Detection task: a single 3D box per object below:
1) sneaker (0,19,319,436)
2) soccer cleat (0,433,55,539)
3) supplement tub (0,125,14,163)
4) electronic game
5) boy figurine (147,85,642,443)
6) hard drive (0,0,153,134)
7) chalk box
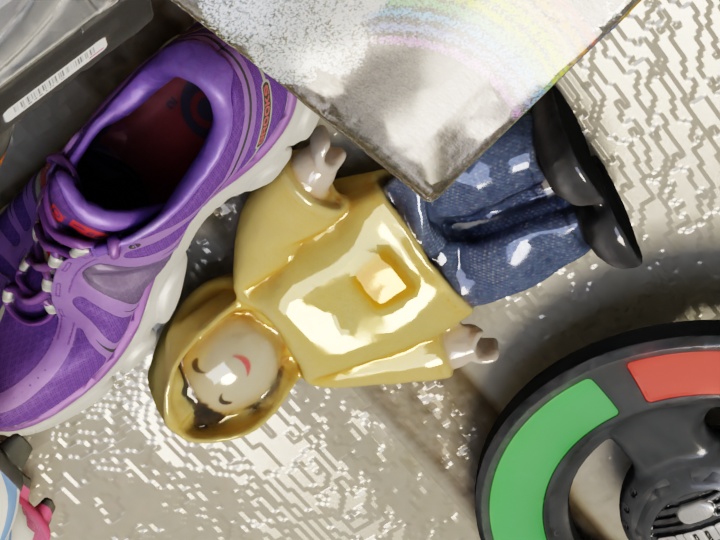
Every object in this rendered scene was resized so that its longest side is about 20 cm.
[{"bbox_3d":[-0.101,-0.018,0.783,0.081,0.083,0.200,43,115,10],"label":"sneaker"},{"bbox_3d":[-0.166,0.100,0.820,0.070,0.200,0.086,34,75,5],"label":"soccer cleat"},{"bbox_3d":[-0.197,-0.028,0.762,0.122,0.123,0.200,20,121,-14],"label":"supplement tub"},{"bbox_3d":[0.146,0.099,0.889,0.199,0.042,0.200,5,130,6],"label":"electronic game"},{"bbox_3d":[0.000,0.000,0.823,0.200,0.065,0.124,-25,124,12],"label":"boy figurine"},{"bbox_3d":[-0.177,-0.116,0.662,0.140,0.038,0.200,-37,78,-10],"label":"hard drive"},{"bbox_3d":[0.043,-0.148,0.690,0.124,0.124,0.200,36,115,-22],"label":"chalk box"}]
